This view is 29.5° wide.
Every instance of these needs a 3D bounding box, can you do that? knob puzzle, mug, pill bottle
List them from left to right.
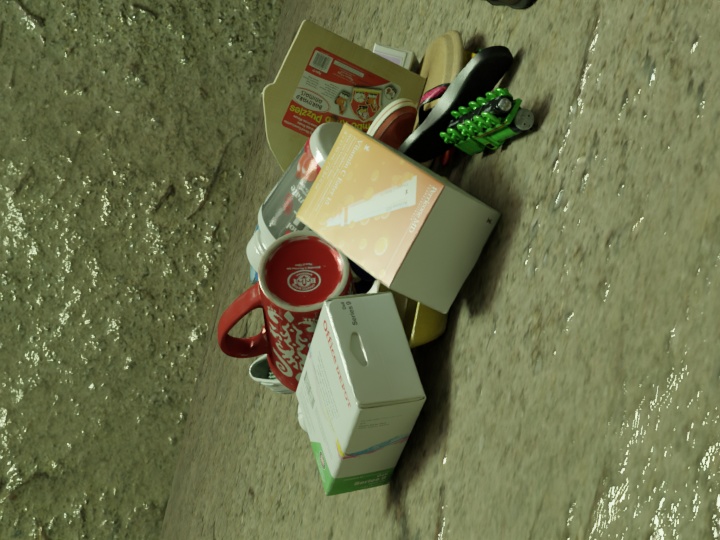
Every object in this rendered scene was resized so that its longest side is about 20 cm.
[{"bbox_3d":[-0.076,0.060,1.635,0.134,0.177,0.201,50,164,24],"label":"mug"},{"bbox_3d":[-0.058,-0.075,1.679,0.200,0.110,0.111,-51,24,33],"label":"pill bottle"},{"bbox_3d":[-0.036,-0.190,1.741,0.030,0.217,0.222,-124,51,-72],"label":"knob puzzle"}]

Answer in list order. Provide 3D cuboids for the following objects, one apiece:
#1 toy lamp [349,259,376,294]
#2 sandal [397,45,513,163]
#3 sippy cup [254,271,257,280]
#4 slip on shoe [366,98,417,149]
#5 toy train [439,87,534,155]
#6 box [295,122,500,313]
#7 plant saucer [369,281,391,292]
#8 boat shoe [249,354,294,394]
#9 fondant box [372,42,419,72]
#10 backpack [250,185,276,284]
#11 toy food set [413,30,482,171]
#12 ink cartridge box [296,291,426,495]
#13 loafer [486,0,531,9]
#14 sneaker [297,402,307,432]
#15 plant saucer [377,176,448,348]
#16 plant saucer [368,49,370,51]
[{"bbox_3d":[0.000,0.000,1.707,0.200,0.057,0.059,146,138,-80],"label":"toy lamp"},{"bbox_3d":[0.105,-0.197,1.597,0.200,0.075,0.045,-50,59,35],"label":"sandal"},{"bbox_3d":[-0.079,-0.008,1.986,0.139,0.129,0.180,-33,71,48],"label":"sippy cup"},{"bbox_3d":[0.031,-0.119,1.712,0.061,0.074,0.202,34,112,35],"label":"slip on shoe"},{"bbox_3d":[0.138,-0.158,1.489,0.042,0.056,0.200,-60,10,-8],"label":"toy train"},{"bbox_3d":[0.038,-0.060,1.502,0.200,0.097,0.125,36,100,48],"label":"box"},{"bbox_3d":[0.027,0.034,1.805,0.200,0.036,0.203,-166,90,-78],"label":"plant saucer"},{"bbox_3d":[-0.085,0.130,1.859,0.199,0.066,0.074,-32,51,51],"label":"boat shoe"},{"bbox_3d":[0.037,-0.221,1.872,0.200,0.058,0.146,-2,-73,-85],"label":"fondant box"},{"bbox_3d":[-0.093,-0.056,2.183,0.201,0.145,0.184,-88,21,-57],"label":"backpack"},{"bbox_3d":[0.098,-0.205,1.737,0.198,0.048,0.202,-125,51,-73],"label":"toy food set"},{"bbox_3d":[-0.003,0.141,1.557,0.201,0.086,0.147,106,151,-52],"label":"ink cartridge box"},{"bbox_3d":[0.156,-0.344,1.585,0.200,0.070,0.074,-163,88,-78],"label":"loafer"},{"bbox_3d":[-0.030,0.130,1.904,0.080,0.073,0.203,-9,71,61],"label":"sneaker"},{"bbox_3d":[0.070,0.009,1.616,0.200,0.048,0.203,151,132,-72],"label":"plant saucer"},{"bbox_3d":[-0.002,-0.211,1.930,0.200,0.027,0.203,14,-90,-83],"label":"plant saucer"}]
